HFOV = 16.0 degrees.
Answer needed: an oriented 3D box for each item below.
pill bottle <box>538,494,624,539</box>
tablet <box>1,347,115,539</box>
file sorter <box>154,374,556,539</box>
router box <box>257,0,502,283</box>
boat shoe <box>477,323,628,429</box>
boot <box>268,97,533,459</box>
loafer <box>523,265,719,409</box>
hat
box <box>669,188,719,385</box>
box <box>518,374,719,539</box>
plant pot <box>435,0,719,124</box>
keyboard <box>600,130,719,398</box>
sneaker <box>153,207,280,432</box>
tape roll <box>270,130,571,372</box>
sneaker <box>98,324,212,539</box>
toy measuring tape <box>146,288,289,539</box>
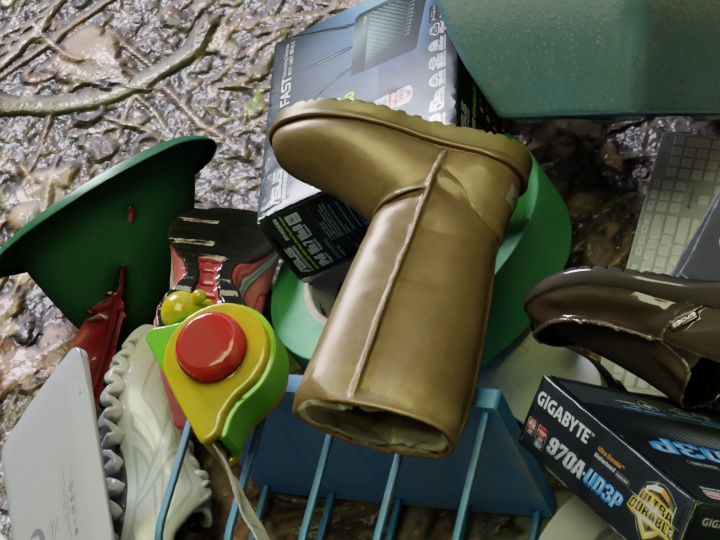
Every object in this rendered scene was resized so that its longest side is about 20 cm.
[{"bbox_3d":[0.193,0.203,1.423,0.199,0.110,0.110,32,70,35],"label":"pill bottle"},{"bbox_3d":[-0.186,0.163,1.579,0.014,0.130,0.201,10,49,-29],"label":"tablet"},{"bbox_3d":[-0.005,0.149,1.521,0.198,0.139,0.123,3,59,22],"label":"file sorter"},{"bbox_3d":[0.015,-0.101,1.673,0.149,0.062,0.201,-24,35,22],"label":"router box"},{"bbox_3d":[0.101,0.062,1.595,0.074,0.063,0.201,-47,39,-2],"label":"boat shoe"},{"bbox_3d":[0.000,0.000,1.490,0.174,0.066,0.201,8,58,21],"label":"boot"},{"bbox_3d":[0.176,0.040,1.444,0.199,0.073,0.072,3,80,37],"label":"loafer"},{"bbox_3d":[-0.140,0.036,1.708,0.199,0.165,0.177,-34,81,22],"label":"hat"},{"bbox_3d":[0.289,0.037,1.483,0.200,0.114,0.133,36,99,35],"label":"box"},{"bbox_3d":[0.207,0.125,1.408,0.159,0.199,0.046,42,114,55],"label":"box"},{"bbox_3d":[0.159,-0.194,1.612,0.195,0.195,0.202,2,94,44],"label":"plant pot"},{"bbox_3d":[0.200,-0.006,1.639,0.056,0.011,0.201,4,57,23],"label":"keyboard"},{"bbox_3d":[-0.098,0.030,1.652,0.073,0.087,0.201,9,32,5],"label":"sneaker"},{"bbox_3d":[0.038,-0.003,1.632,0.199,0.048,0.201,-25,35,20],"label":"tape roll"},{"bbox_3d":[-0.130,0.129,1.631,0.080,0.075,0.201,0,61,8],"label":"sneaker"},{"bbox_3d":[-0.060,0.082,1.459,0.073,0.074,0.201,-30,55,-3],"label":"toy measuring tape"}]
